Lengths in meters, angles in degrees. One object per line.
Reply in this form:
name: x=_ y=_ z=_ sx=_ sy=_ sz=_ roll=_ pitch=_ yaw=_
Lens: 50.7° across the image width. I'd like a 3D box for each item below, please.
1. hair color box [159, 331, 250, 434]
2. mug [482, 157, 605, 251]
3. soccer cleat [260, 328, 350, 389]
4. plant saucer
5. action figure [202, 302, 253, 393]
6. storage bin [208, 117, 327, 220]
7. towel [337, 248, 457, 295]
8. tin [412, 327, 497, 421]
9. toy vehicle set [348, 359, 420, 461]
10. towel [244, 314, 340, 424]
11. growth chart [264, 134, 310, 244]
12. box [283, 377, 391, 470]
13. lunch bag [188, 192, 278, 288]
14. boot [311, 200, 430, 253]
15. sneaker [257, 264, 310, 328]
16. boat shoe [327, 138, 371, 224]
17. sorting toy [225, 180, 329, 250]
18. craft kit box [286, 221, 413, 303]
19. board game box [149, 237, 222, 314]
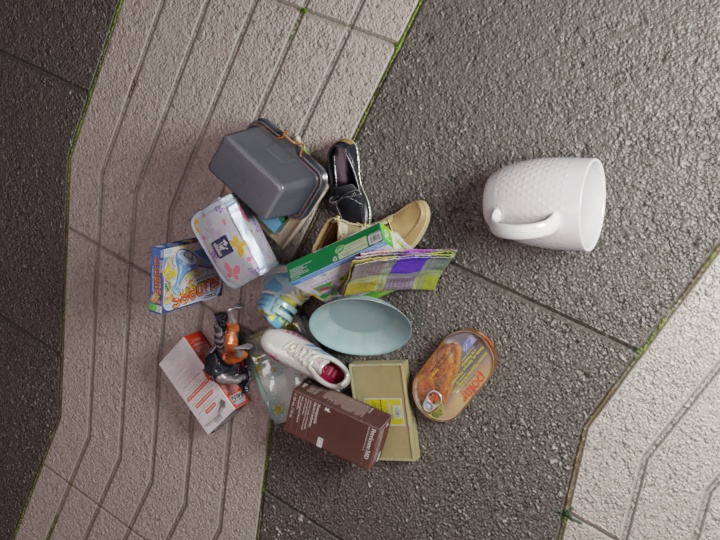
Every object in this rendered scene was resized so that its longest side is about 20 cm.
hair color box: x=-0.352 y=0.252 z=1.712 sx=0.111 sy=0.064 sz=0.201 roll=-43 pitch=78 yaw=27
mug: x=0.284 y=-0.101 z=1.234 sx=0.173 sy=0.200 sz=0.149 roll=7 pitch=120 yaw=32
soccer cleat: x=-0.105 y=0.171 z=1.509 sx=0.198 sy=0.086 sz=0.070 roll=29 pitch=79 yaw=-4
plant saucer: x=0.001 y=0.097 z=1.460 sx=0.199 sy=0.201 sz=0.039 roll=-18 pitch=48 yaw=29
action figure: x=-0.294 y=0.156 z=1.606 sx=0.201 sy=0.104 sz=0.194 roll=58 pitch=136 yaw=31
storage bin: x=-0.178 y=-0.190 z=1.437 sx=0.200 sy=0.134 sz=0.146 roll=42 pitch=118 yaw=10
towel: x=0.063 y=0.005 z=1.357 sx=0.144 sy=0.197 sz=0.023 roll=118 pitch=145 yaw=-57
tin: x=0.179 y=0.197 z=1.436 sx=0.112 sy=0.042 sz=0.201 roll=44 pitch=116 yaw=18
toy vehicle set: x=0.048 y=0.281 z=1.526 sx=0.123 sy=0.026 sz=0.203 roll=-4 pitch=98 yaw=28
towel: x=-0.150 y=0.208 z=1.606 sx=0.170 sy=0.048 sz=0.202 roll=-26 pitch=87 yaw=30
growth chart: x=-0.150 y=-0.158 z=1.553 sx=0.200 sy=0.018 sz=0.146 roll=-39 pitch=80 yaw=30
box: x=-0.047 y=0.305 z=1.516 sx=0.198 sy=0.075 sz=0.101 roll=20 pitch=110 yaw=16
lunch bag: x=-0.252 y=-0.061 z=1.504 sx=0.171 sy=0.126 sz=0.200 roll=62 pitch=160 yaw=-9
boot: x=0.019 y=-0.071 z=1.399 sx=0.200 sy=0.154 sz=0.073 roll=-39 pitch=53 yaw=30
sneaker: x=-0.122 y=0.052 z=1.513 sx=0.198 sy=0.079 sz=0.132 roll=-10 pitch=54 yaw=36
boat shoe: x=-0.026 y=-0.152 z=1.464 sx=0.074 sy=0.062 sz=0.203 roll=-4 pitch=99 yaw=26
sorting toy: x=-0.175 y=-0.170 z=1.533 sx=0.200 sy=0.036 sz=0.186 roll=47 pitch=119 yaw=14
craft kit box: x=0.000 y=0.000 z=1.391 sx=0.198 sy=0.197 sz=0.049 roll=-23 pitch=60 yaw=21
board game box: x=-0.360 y=0.004 z=1.590 sx=0.034 sy=0.199 sz=0.137 roll=13 pitch=106 yaw=25
